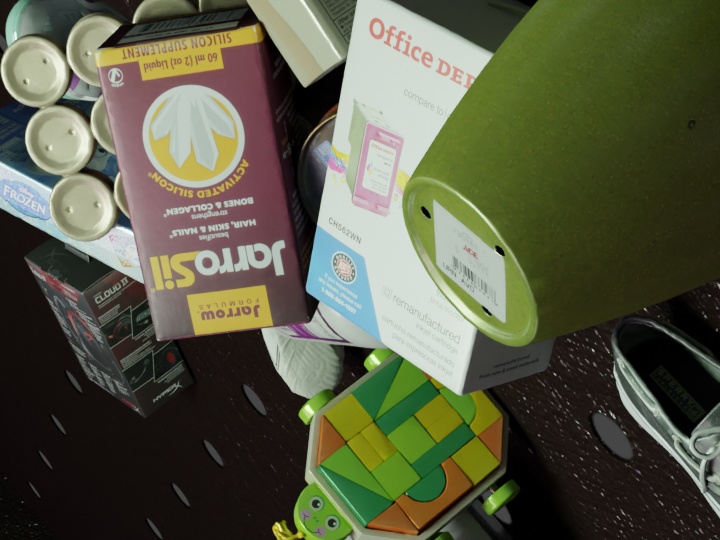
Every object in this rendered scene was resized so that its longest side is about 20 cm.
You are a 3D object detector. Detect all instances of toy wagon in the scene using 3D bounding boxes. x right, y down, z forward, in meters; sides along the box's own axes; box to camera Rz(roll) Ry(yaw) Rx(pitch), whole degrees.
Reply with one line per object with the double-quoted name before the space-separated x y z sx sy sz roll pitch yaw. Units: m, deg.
"toy wagon" 0.021 0.150 1.411 0.155 0.199 0.040 49 157 12

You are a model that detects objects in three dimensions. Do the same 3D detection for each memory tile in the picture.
"memory tile" -0.137 -0.110 1.268 0.017 0.198 0.154 -69 -38 -71

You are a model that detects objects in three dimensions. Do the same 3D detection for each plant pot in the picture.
"plant pot" 0.124 -0.057 0.880 0.187 0.200 0.188 43 157 24

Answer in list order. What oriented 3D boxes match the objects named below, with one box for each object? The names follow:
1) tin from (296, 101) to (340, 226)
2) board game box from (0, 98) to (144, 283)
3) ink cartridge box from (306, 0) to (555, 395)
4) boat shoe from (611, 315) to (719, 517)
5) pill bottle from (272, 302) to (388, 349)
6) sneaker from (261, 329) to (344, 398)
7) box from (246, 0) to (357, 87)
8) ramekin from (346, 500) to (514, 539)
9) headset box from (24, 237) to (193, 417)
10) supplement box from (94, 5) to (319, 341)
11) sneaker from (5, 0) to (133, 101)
"tin" 0.046 -0.031 1.207 0.112 0.042 0.200 -33 108 34
"board game box" -0.173 -0.081 1.406 0.198 0.200 0.044 27 125 14
"ink cartridge box" 0.055 -0.054 1.075 0.144 0.084 0.201 32 121 39
"boat shoe" 0.221 0.097 1.085 0.200 0.073 0.068 51 175 34
"pill bottle" 0.000 0.000 1.353 0.113 0.112 0.200 59 158 -14
"sneaker" -0.059 0.020 1.572 0.073 0.071 0.201 -121 17 -50
"box" -0.045 -0.225 1.131 0.201 0.095 0.078 57 159 -4
"ramekin" 0.073 0.247 1.505 0.200 0.105 0.200 47 -177 -3
"headset box" -0.286 0.047 2.077 0.148 0.075 0.201 25 145 51
"supplement box" -0.095 -0.065 1.222 0.086 0.109 0.202 -72 -27 -70
"sneaker" -0.140 -0.147 1.310 0.199 0.078 0.139 20 170 -37
